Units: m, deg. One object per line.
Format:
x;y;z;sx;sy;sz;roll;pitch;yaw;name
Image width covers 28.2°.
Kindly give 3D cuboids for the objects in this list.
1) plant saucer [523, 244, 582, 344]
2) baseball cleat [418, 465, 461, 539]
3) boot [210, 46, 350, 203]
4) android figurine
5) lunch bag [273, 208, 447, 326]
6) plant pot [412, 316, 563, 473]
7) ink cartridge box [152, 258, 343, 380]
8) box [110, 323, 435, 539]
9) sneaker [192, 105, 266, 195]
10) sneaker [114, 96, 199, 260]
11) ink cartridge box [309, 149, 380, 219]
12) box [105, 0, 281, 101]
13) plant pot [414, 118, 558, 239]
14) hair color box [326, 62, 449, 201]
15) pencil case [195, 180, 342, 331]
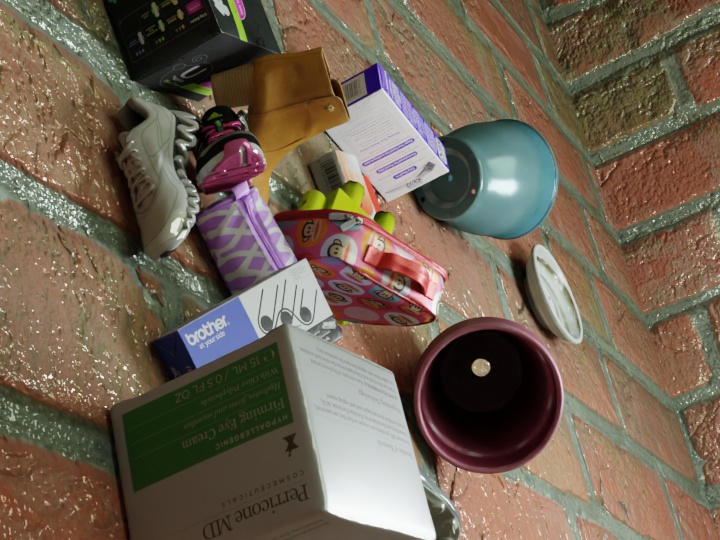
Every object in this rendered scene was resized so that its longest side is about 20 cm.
0.350;0.051;2.670;0.200;0.050;0.201;51;25;-34;plant saucer
0.061;0.243;1.708;0.200;0.069;0.107;53;24;-32;baseball cleat
-0.081;-0.155;1.635;0.071;0.143;0.202;-92;172;-52;boot
-0.013;-0.019;1.810;0.182;0.041;0.201;42;43;-24;android figurine
0.000;0.000;1.638;0.200;0.176;0.082;32;66;-40;lunch bag
0.168;0.153;1.929;0.201;0.199;0.179;63;5;-7;plant pot
-0.108;0.068;1.423;0.200;0.044;0.094;-30;96;-47;ink cartridge box
-0.076;0.179;1.252;0.200;0.198;0.172;29;41;-56;box
-0.147;-0.134;1.518;0.200;0.073;0.088;158;-81;-82;sneaker
-0.210;-0.094;1.432;0.081;0.075;0.201;31;35;-35;sneaker
0.014;-0.076;1.981;0.200;0.050;0.163;2;65;-64;ink cartridge box
-0.202;-0.313;1.608;0.148;0.124;0.201;4;62;-67;box
0.188;-0.147;2.315;0.187;0.200;0.201;-5;71;-53;plant pot
0.033;-0.198;2.078;0.200;0.109;0.065;48;25;-41;hair color box
-0.101;0.005;1.544;0.084;0.085;0.201;-35;98;-26;pencil case
